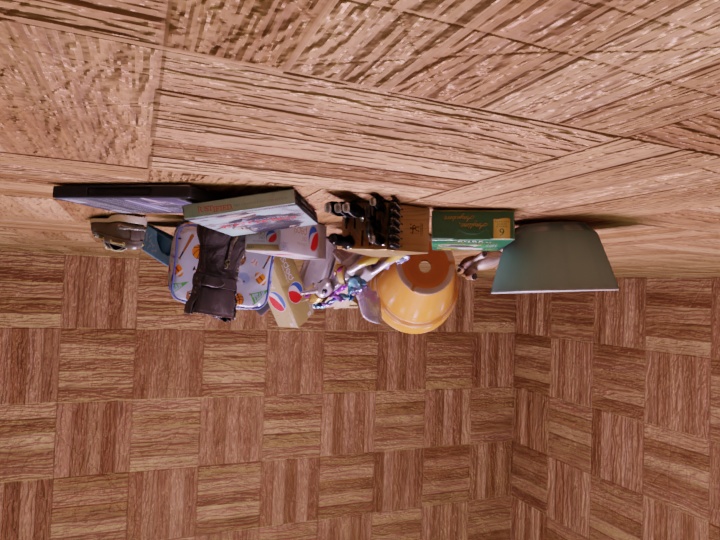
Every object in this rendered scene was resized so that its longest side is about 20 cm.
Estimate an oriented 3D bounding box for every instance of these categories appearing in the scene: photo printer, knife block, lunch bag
[{"bbox_3d":[-0.107,0.009,1.373,0.068,0.171,0.200,19,178,-1],"label":"photo printer"},{"bbox_3d":[0.003,-0.059,0.793,0.171,0.066,0.199,4,178,-27],"label":"knife block"},{"bbox_3d":[-0.254,-0.014,1.055,0.195,0.165,0.075,7,-177,-22],"label":"lunch bag"}]

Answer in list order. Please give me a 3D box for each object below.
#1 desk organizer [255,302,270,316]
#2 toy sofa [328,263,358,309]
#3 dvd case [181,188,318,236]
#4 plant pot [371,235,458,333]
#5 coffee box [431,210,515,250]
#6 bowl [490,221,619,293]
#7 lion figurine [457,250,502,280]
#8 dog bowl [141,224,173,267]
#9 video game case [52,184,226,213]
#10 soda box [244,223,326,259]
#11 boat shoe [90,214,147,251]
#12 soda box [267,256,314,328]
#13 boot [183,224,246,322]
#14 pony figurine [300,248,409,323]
[{"bbox_3d":[-0.258,-0.005,1.279,0.071,0.200,0.077,-35,-168,45],"label":"desk organizer"},{"bbox_3d":[-0.033,0.008,1.289,0.095,0.085,0.201,0,151,-14],"label":"toy sofa"},{"bbox_3d":[-0.141,-0.076,0.779,0.141,0.023,0.200,-8,176,3],"label":"dvd case"},{"bbox_3d":[0.124,0.015,1.206,0.194,0.206,0.184,2,162,-2],"label":"plant pot"},{"bbox_3d":[0.169,-0.059,0.879,0.119,0.045,0.200,1,178,9],"label":"coffee box"},{"bbox_3d":[0.306,-0.018,0.906,0.194,0.109,0.201,-1,178,0],"label":"bowl"},{"bbox_3d":[0.278,-0.019,1.255,0.194,0.075,0.122,-6,179,-19],"label":"lion figurine"},{"bbox_3d":[-0.363,-0.027,1.144,0.197,0.051,0.111,28,178,24],"label":"dog bowl"},{"bbox_3d":[-0.283,-0.094,0.765,0.194,0.020,0.143,1,178,13],"label":"video game case"},{"bbox_3d":[-0.124,-0.057,0.982,0.066,0.066,0.199,1,177,18],"label":"soda box"},{"bbox_3d":[-0.463,-0.068,1.070,0.071,0.062,0.199,4,177,-43],"label":"boat shoe"},{"bbox_3d":[-0.172,0.019,1.208,0.066,0.204,0.064,0,-150,39],"label":"soda box"},{"bbox_3d":[-0.218,-0.004,0.945,0.068,0.180,0.198,1,177,29],"label":"boot"},{"bbox_3d":[0.000,0.000,1.048,0.199,0.169,0.191,-39,157,26],"label":"pony figurine"}]
